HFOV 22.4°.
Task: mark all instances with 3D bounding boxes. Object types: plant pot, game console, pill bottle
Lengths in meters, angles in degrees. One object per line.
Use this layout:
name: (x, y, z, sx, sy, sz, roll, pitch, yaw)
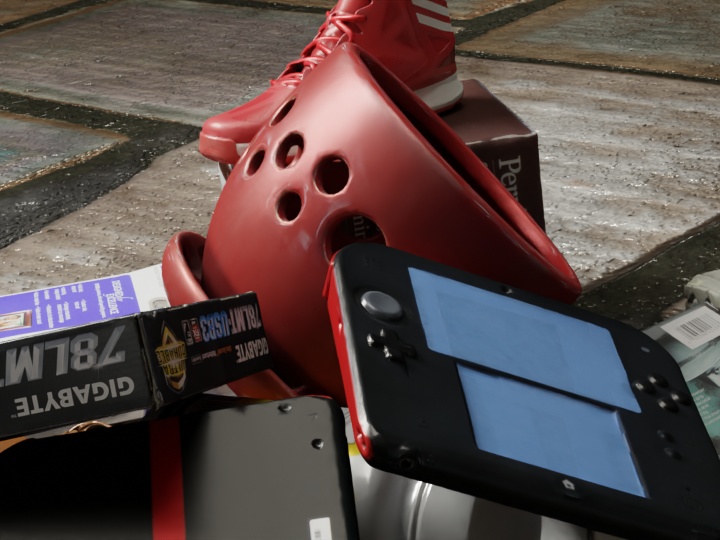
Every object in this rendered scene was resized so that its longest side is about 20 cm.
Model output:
plant pot: (0.000, 0.000, 1.050, 0.183, 0.200, 0.201, -45, 20, 7)
game console: (-0.084, 0.148, 0.788, 0.176, 0.031, 0.201, -8, 49, 0)
pill bottle: (-0.016, 0.127, 0.930, 0.199, 0.115, 0.114, 4, 23, 27)
game console: (0.081, 0.060, 0.878, 0.199, 0.031, 0.177, 17, 24, -17)

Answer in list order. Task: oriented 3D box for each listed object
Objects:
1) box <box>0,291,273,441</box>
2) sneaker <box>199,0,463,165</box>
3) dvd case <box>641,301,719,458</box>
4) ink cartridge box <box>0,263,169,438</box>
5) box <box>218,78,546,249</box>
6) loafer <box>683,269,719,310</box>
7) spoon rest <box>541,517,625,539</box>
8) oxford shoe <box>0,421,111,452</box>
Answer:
box: (-0.162, 0.055, 0.888, 0.199, 0.050, 0.198, -13, 0, 11)
sneaker: (-0.025, -0.143, 1.170, 0.199, 0.116, 0.078, -22, 25, -35)
dvd case: (0.213, 0.094, 0.992, 0.145, 0.022, 0.200, -22, 44, -34)
ink cartridge box: (-0.207, 0.058, 1.275, 0.199, 0.044, 0.198, -12, 21, -8)
box: (0.012, -0.021, 1.238, 0.199, 0.167, 0.164, -10, 19, -7)
loafer: (0.274, 0.033, 1.140, 0.069, 0.070, 0.200, -17, 18, -13)
spoon rest: (0.096, 0.125, 0.989, 0.099, 0.061, 0.200, 2, 5, -21)
oxford shoe: (-0.164, 0.117, 1.070, 0.199, 0.072, 0.071, 9, 27, 41)
